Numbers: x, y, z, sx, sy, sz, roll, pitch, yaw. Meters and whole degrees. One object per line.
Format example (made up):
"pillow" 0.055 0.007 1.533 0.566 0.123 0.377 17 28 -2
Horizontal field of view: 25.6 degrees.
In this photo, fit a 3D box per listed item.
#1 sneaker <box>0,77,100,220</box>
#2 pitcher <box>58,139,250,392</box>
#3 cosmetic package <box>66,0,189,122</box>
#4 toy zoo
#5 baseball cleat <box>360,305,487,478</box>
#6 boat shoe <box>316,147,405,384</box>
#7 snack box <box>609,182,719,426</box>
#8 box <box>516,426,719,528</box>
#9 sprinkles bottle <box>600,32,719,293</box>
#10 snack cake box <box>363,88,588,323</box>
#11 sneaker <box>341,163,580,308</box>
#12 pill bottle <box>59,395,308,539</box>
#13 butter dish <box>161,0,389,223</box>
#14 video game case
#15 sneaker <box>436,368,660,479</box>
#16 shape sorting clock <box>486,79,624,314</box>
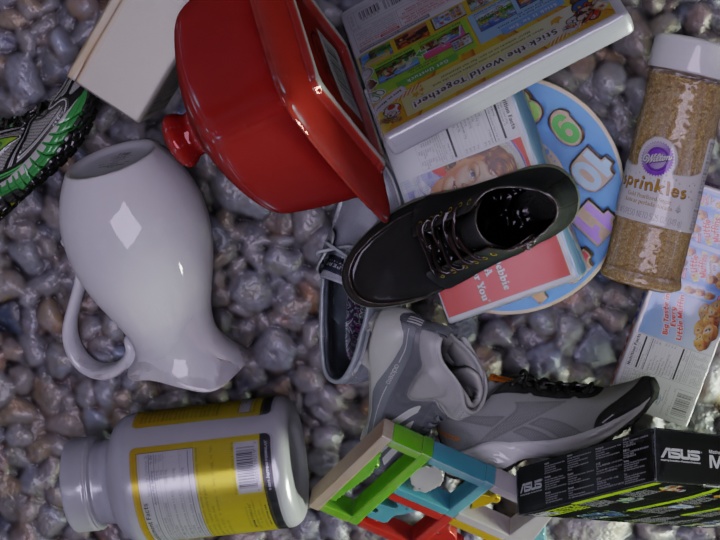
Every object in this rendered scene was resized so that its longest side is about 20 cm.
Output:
"sneaker" -0.299 -0.101 1.325 0.200 0.078 0.085 -38 97 13
"pitcher" -0.197 0.002 1.329 0.170 0.121 0.201 -7 114 22
"cosmetic package" -0.145 -0.225 1.270 0.073 0.104 0.201 32 103 -2
"toy zoo" 0.073 0.200 1.342 0.199 0.021 0.131 26 136 -17
"baseball cleat" 0.051 0.118 1.307 0.106 0.070 0.201 18 141 22
"boat shoe" -0.001 0.000 1.314 0.070 0.071 0.202 14 109 37
"snack box" 0.273 0.027 1.331 0.071 0.024 0.201 18 104 2
"box" 0.253 0.167 1.251 0.192 0.200 0.048 10 71 -22
"sprinkles bottle" 0.247 -0.086 1.273 0.068 0.068 0.201 12 97 2
"snack cake box" 0.094 -0.072 1.266 0.114 0.067 0.201 -20 91 15
"sneaker" 0.064 -0.026 1.189 0.199 0.106 0.075 -26 89 16
"pill bottle" -0.149 0.173 1.358 0.198 0.112 0.113 -7 103 7
"butter dish" -0.083 -0.127 1.208 0.147 0.199 0.201 -26 57 13
"video game case" 0.091 -0.191 1.221 0.199 0.183 0.023 -27 131 8
"sneaker" 0.152 0.117 1.329 0.199 0.074 0.080 -16 92 20
"shape sorting clock" 0.120 -0.062 1.316 0.198 0.039 0.202 1 103 4
